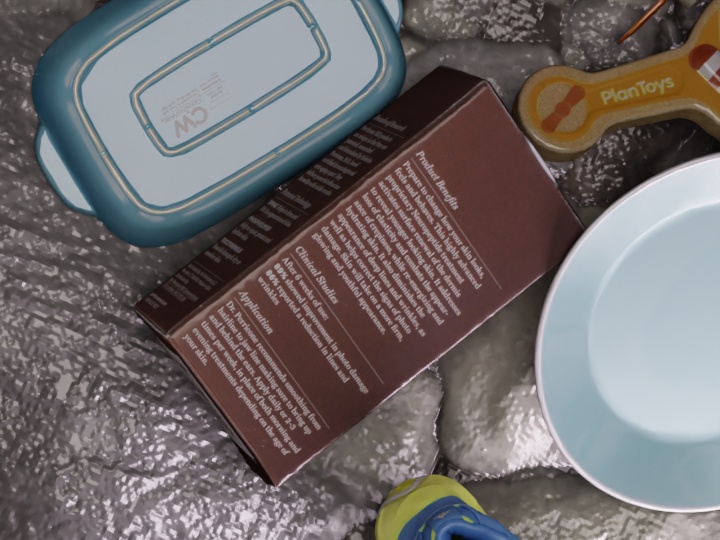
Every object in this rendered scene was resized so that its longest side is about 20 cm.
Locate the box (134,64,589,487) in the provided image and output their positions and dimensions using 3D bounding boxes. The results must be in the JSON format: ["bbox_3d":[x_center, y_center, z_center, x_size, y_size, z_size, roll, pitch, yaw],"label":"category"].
[{"bbox_3d":[0.000,0.000,1.368,0.200,0.075,0.100,-37,110,-7],"label":"box"}]

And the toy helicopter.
[{"bbox_3d":[0.166,-0.105,1.401,0.200,0.079,0.133,-15,78,-17],"label":"toy helicopter"}]

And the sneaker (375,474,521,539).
[{"bbox_3d":[0.078,0.192,1.380,0.076,0.105,0.200,-39,98,-7],"label":"sneaker"}]

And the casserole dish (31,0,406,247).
[{"bbox_3d":[-0.066,-0.095,1.379,0.200,0.039,0.121,-31,97,-8],"label":"casserole dish"}]

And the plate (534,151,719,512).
[{"bbox_3d":[0.178,0.028,1.410,0.200,0.026,0.201,-6,115,-14],"label":"plate"}]
